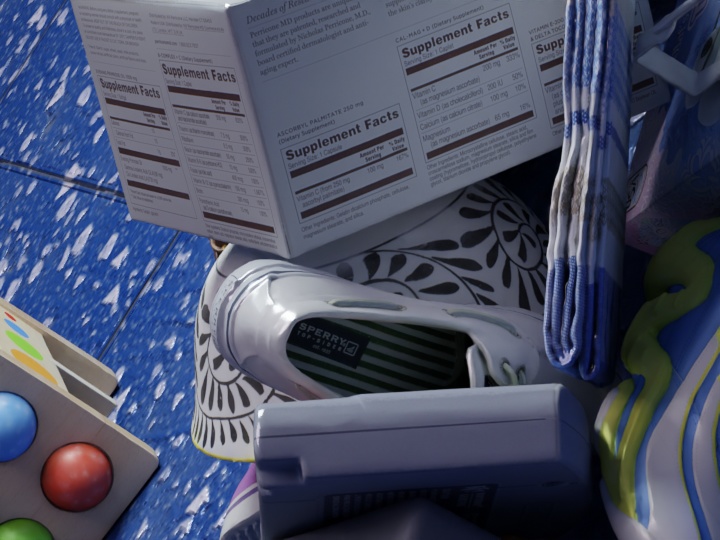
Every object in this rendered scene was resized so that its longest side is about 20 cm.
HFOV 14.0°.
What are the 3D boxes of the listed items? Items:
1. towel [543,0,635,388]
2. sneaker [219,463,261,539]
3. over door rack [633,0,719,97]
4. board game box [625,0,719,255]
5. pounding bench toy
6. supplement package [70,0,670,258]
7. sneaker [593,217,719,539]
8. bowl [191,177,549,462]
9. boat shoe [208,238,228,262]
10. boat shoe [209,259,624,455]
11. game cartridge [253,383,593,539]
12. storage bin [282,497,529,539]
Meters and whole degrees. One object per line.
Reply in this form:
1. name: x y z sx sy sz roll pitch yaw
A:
1. towel: 0.093 -0.055 1.162 0.147 0.024 0.201 19 -106 -81
2. sneaker: 0.008 0.069 1.370 0.200 0.073 0.115 -26 34 49
3. over door rack: 0.160 -0.184 1.166 0.200 0.066 0.148 125 164 -54
4. board game box: 0.184 -0.123 1.233 0.199 0.043 0.201 136 153 -66
5. pounding bench toy: -0.232 0.132 1.670 0.200 0.124 0.156 -52 24 6
6. supplement package: 0.002 -0.098 1.272 0.200 0.111 0.156 -22 18 -26
7. sneaker: 0.151 0.036 1.132 0.105 0.076 0.200 -37 28 34
8. bowl: 0.000 0.000 1.330 0.200 0.094 0.201 -19 15 5
9. boat shoe: -0.050 -0.025 1.518 0.072 0.067 0.201 -119 35 -52
10. boat shoe: 0.033 0.049 1.199 0.067 0.199 0.074 33 108 60
11. game cartridge: 0.025 0.084 1.157 0.200 0.133 0.041 96 175 -74
12. storage bin: 0.019 0.159 1.149 0.200 0.134 0.146 -22 40 50
